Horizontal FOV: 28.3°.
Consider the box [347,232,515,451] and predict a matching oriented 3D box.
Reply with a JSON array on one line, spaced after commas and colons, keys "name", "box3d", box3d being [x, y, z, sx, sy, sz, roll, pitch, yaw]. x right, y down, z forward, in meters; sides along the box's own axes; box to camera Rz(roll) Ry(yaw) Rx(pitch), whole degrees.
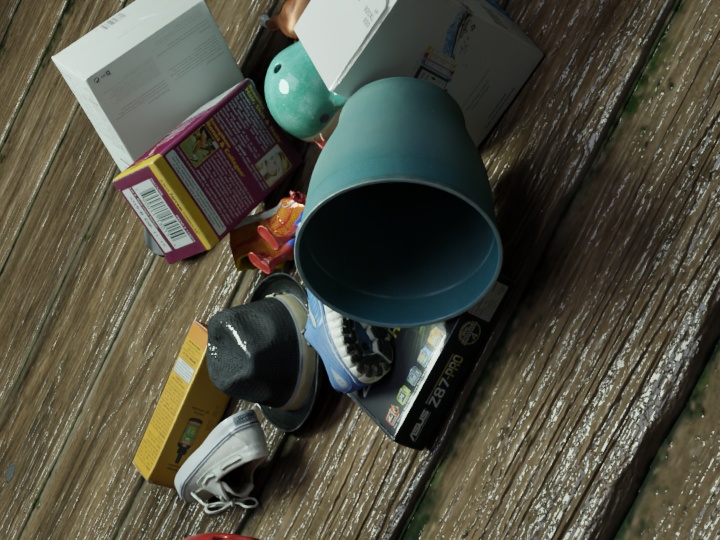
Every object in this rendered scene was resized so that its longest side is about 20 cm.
[{"name": "box", "box3d": [0.061, 0.062, 1.488, 0.202, 0.049, 0.161, -62, 32, 9]}]

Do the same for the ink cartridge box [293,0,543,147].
[{"name": "ink cartridge box", "box3d": [0.058, -0.244, 1.518, 0.145, 0.198, 0.148, -53, 37, 20]}]

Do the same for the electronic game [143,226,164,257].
[{"name": "electronic game", "box3d": [-0.235, -0.110, 1.981, 0.199, 0.041, 0.202, -30, 44, 35]}]

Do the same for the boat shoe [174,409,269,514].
[{"name": "boat shoe", "box3d": [-0.152, 0.244, 1.663, 0.087, 0.074, 0.202, 61, 140, 19]}]

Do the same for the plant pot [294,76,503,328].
[{"name": "plant pot", "box3d": [0.038, -0.080, 1.408, 0.200, 0.199, 0.190, -39, 33, 35]}]

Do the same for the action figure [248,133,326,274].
[{"name": "action figure", "box3d": [-0.062, -0.081, 1.613, 0.099, 0.199, 0.066, 44, 136, 17]}]

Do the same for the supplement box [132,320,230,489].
[{"name": "supplement box", "box3d": [-0.213, 0.171, 1.785, 0.069, 0.066, 0.202, 27, 94, 55]}]

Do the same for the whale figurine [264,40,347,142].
[{"name": "whale figurine", "box3d": [-0.043, -0.257, 1.747, 0.201, 0.103, 0.160, -54, 37, 20]}]

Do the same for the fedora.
[{"name": "fedora", "box3d": [-0.121, 0.095, 1.636, 0.200, 0.090, 0.204, 4, 95, 62]}]

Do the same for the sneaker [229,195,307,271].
[{"name": "sneaker", "box3d": [-0.086, -0.047, 1.744, 0.199, 0.072, 0.078, -23, 78, 49]}]

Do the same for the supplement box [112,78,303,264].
[{"name": "supplement box", "box3d": [-0.187, -0.124, 1.771, 0.103, 0.132, 0.200, -17, 22, 49]}]

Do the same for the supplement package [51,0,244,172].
[{"name": "supplement package", "box3d": [-0.265, -0.238, 1.896, 0.190, 0.201, 0.147, -36, 33, -14]}]

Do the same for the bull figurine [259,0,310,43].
[{"name": "bull figurine", "box3d": [-0.063, -0.394, 1.882, 0.121, 0.065, 0.202, 18, 86, 59]}]

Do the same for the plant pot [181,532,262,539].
[{"name": "plant pot", "box3d": [-0.108, 0.372, 1.427, 0.181, 0.199, 0.203, -3, 69, 48]}]

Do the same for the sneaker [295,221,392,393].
[{"name": "sneaker", "box3d": [-0.035, 0.038, 1.505, 0.089, 0.078, 0.202, -42, 55, 45]}]
